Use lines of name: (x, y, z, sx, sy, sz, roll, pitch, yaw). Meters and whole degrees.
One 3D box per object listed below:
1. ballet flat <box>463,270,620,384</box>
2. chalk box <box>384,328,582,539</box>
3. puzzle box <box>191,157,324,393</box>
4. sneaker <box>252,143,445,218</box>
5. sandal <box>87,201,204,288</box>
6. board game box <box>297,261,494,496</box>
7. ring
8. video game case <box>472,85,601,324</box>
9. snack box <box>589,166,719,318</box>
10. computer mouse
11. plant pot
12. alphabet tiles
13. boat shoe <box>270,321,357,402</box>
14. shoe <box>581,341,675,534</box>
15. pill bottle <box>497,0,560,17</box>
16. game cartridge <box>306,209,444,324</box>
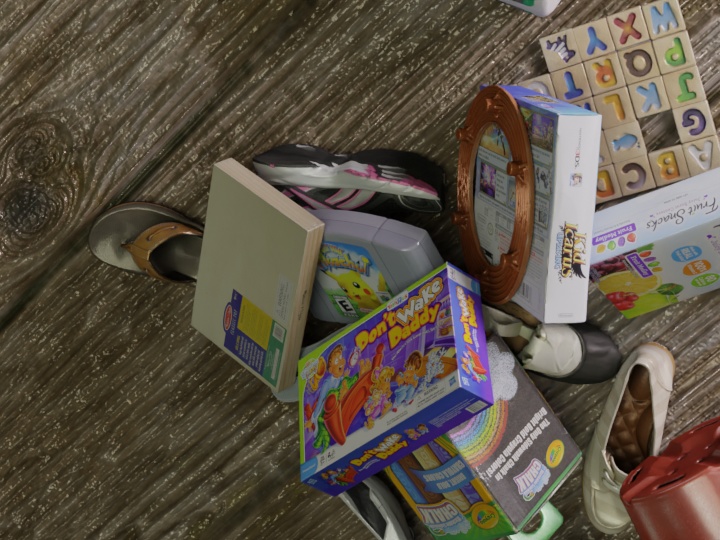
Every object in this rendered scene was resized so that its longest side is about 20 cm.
ballet flat: (0.154, 0.063, 1.484, 0.199, 0.068, 0.068, 23, 106, 11)
chalk box: (0.115, 0.181, 1.468, 0.200, 0.125, 0.124, 56, 143, -8)
puzzle box: (-0.104, 0.006, 1.496, 0.133, 0.025, 0.201, 35, 131, 28)
sneaker: (-0.007, -0.071, 1.511, 0.199, 0.080, 0.087, 9, 117, 23)
sandal: (-0.192, -0.013, 1.582, 0.199, 0.055, 0.082, 22, 109, 10)
board game box: (0.027, 0.100, 1.382, 0.045, 0.135, 0.200, 29, 131, -34)
ring: (0.116, -0.069, 1.406, 0.019, 0.200, 0.201, -1, 104, -15)
video game case: (0.155, -0.066, 1.383, 0.045, 0.200, 0.182, -3, 105, -14)
snack box: (0.305, -0.030, 1.376, 0.199, 0.142, 0.053, -21, 62, 20)
computer mouse: (0.036, 0.262, 1.562, 0.044, 0.110, 0.200, -42, 80, -5)
plant pot: (0.347, 0.247, 1.394, 0.200, 0.201, 0.196, -31, 93, 21)
alphabet tiles: (0.224, -0.149, 1.446, 0.199, 0.008, 0.168, -16, 98, 20)
boat shoe: (-0.006, 0.087, 1.514, 0.200, 0.062, 0.072, -13, 89, 41)
shoe: (0.255, 0.167, 1.485, 0.070, 0.053, 0.201, 15, 106, 14)
pill bottle: (0.099, -0.316, 1.390, 0.199, 0.113, 0.113, 23, 108, 10)
game cartridge: (0.000, 0.000, 1.470, 0.199, 0.040, 0.134, 5, 134, 43)
